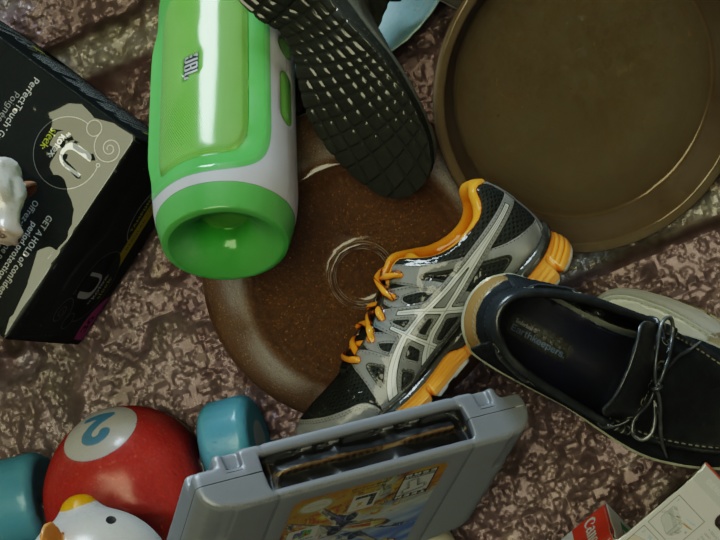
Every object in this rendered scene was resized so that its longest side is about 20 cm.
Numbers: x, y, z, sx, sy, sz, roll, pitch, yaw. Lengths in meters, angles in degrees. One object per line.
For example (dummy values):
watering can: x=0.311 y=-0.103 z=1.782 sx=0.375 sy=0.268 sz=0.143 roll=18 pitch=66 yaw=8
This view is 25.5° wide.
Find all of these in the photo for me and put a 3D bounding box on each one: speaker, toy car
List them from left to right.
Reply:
toy car: x=-0.152 y=0.169 z=0.953 sx=0.182 sy=0.200 sz=0.179 roll=-15 pitch=82 yaw=10
speaker: x=-0.080 y=-0.099 z=0.943 sx=0.087 sy=0.089 sz=0.202 roll=-10 pitch=57 yaw=11

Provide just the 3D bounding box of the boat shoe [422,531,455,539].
boat shoe: x=-0.011 y=0.241 z=0.983 sx=0.199 sy=0.073 sz=0.063 roll=-36 pitch=76 yaw=2

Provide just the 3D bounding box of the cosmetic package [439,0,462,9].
cosmetic package: x=0.028 y=-0.261 z=0.951 sx=0.073 sy=0.103 sz=0.202 roll=-34 pitch=75 yaw=18

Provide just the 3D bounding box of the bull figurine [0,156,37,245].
bull figurine: x=-0.286 y=-0.038 z=0.939 sx=0.198 sy=0.065 sz=0.123 roll=26 pitch=94 yaw=13

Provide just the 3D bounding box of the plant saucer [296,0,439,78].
plant saucer: x=-0.027 y=-0.222 z=1.041 sx=0.198 sy=0.039 sz=0.204 roll=-1 pitch=86 yaw=12

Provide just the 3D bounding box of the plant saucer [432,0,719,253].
plant saucer: x=0.138 y=-0.110 z=0.958 sx=0.197 sy=0.030 sz=0.203 roll=-3 pitch=109 yaw=-9

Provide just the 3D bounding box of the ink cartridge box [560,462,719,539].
ink cartridge box: x=0.156 y=0.202 z=0.933 sx=0.200 sy=0.050 sz=0.109 roll=-43 pitch=101 yaw=12

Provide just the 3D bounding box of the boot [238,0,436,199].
boot: x=0.003 y=-0.153 z=0.951 sx=0.067 sy=0.131 sz=0.201 roll=-28 pitch=100 yaw=37

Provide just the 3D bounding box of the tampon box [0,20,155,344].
tampon box: x=-0.238 y=-0.071 z=1.029 sx=0.199 sy=0.126 sz=0.151 roll=36 pitch=94 yaw=12

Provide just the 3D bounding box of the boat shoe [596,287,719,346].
boat shoe: x=0.217 y=0.072 z=0.947 sx=0.199 sy=0.068 sz=0.075 roll=31 pitch=92 yaw=13

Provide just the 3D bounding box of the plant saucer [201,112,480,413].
plant saucer: x=0.000 y=0.000 z=0.982 sx=0.197 sy=0.037 sz=0.203 roll=-1 pitch=100 yaw=-4

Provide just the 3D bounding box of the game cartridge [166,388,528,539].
game cartridge: x=-0.010 y=0.130 z=0.902 sx=0.198 sy=0.134 sz=0.042 roll=-12 pitch=55 yaw=-23

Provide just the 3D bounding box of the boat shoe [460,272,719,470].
boat shoe: x=0.150 y=0.059 z=0.881 sx=0.198 sy=0.062 sz=0.075 roll=24 pitch=87 yaw=-4

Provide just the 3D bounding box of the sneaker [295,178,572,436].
sneaker: x=0.031 y=0.030 z=0.937 sx=0.200 sy=0.078 sz=0.077 roll=-44 pitch=100 yaw=-6
